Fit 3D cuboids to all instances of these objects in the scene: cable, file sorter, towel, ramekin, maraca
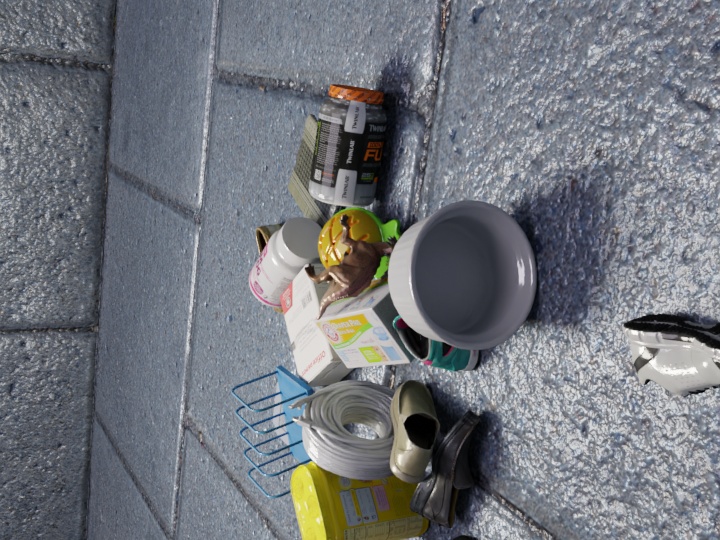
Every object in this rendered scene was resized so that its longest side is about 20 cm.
[{"bbox_3d":[0.002,0.262,1.375,0.200,0.200,0.069,32,125,30],"label":"cable"},{"bbox_3d":[-0.160,0.312,1.605,0.139,0.122,0.201,23,125,56],"label":"file sorter"},{"bbox_3d":[-0.077,-0.187,1.667,0.200,0.034,0.193,56,138,40],"label":"towel"},{"bbox_3d":[0.136,0.008,1.156,0.098,0.200,0.202,173,96,-66],"label":"ramekin"},{"bbox_3d":[0.003,-0.040,1.460,0.199,0.107,0.138,11,97,43],"label":"maraca"}]

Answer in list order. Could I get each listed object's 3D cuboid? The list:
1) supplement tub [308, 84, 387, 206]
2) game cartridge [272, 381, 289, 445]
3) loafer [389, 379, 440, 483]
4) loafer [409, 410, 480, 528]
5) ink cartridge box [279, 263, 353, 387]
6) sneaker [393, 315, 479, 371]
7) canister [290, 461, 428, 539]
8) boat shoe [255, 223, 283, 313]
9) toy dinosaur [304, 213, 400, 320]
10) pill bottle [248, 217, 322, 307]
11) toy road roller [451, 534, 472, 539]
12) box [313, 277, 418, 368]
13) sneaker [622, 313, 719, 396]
[{"bbox_3d":[-0.021,-0.222,1.476,0.122,0.122,0.201,33,119,54],"label":"supplement tub"},{"bbox_3d":[-0.125,0.311,1.741,0.200,0.041,0.134,28,110,56],"label":"game cartridge"},{"bbox_3d":[0.091,0.239,1.300,0.068,0.075,0.200,-57,16,33],"label":"loafer"},{"bbox_3d":[0.146,0.304,1.275,0.072,0.073,0.201,31,119,22],"label":"loafer"},{"bbox_3d":[-0.074,0.107,1.605,0.147,0.083,0.201,-46,53,50],"label":"ink cartridge box"},{"bbox_3d":[0.106,0.056,1.269,0.084,0.120,0.201,-29,65,55],"label":"sneaker"},{"bbox_3d":[0.001,0.383,1.373,0.087,0.199,0.149,-50,49,47],"label":"canister"},{"bbox_3d":[-0.195,-0.003,1.821,0.074,0.066,0.201,-29,66,56],"label":"boat shoe"},{"bbox_3d":[0.000,0.000,1.342,0.135,0.086,0.200,28,74,35],"label":"toy dinosaur"},{"bbox_3d":[-0.146,-0.017,1.682,0.200,0.113,0.114,-51,49,52],"label":"pill bottle"},{"bbox_3d":[0.109,0.507,1.278,0.200,0.123,0.147,-40,69,51],"label":"toy road roller"},{"bbox_3d":[0.028,0.085,1.379,0.113,0.101,0.200,54,150,-11],"label":"box"},{"bbox_3d":[0.373,0.098,0.894,0.200,0.073,0.080,10,113,63],"label":"sneaker"}]
